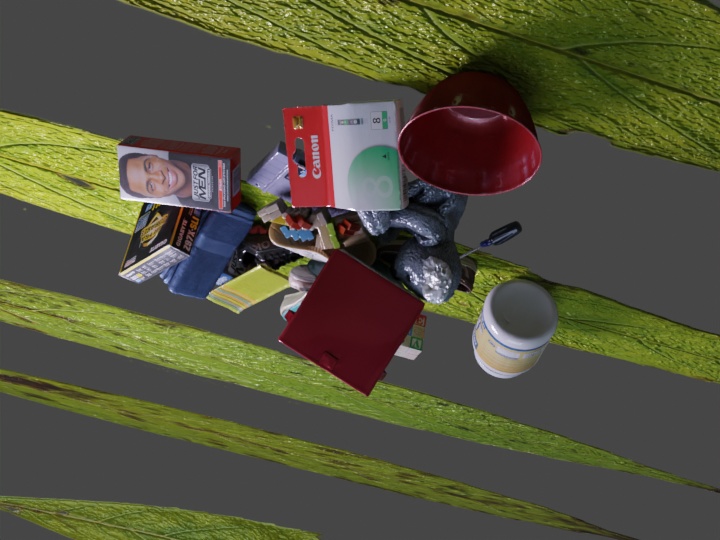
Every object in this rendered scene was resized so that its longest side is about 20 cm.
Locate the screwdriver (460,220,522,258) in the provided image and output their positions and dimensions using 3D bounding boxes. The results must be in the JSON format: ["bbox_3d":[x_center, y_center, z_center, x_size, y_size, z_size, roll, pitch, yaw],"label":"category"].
[{"bbox_3d":[0.203,-0.041,1.561,0.199,0.029,0.028,-24,172,35],"label":"screwdriver"}]

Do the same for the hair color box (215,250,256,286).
[{"bbox_3d":[-0.288,-0.037,1.705,0.199,0.100,0.060,28,147,-28],"label":"hair color box"}]

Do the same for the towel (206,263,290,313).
[{"bbox_3d":[-0.217,0.038,1.693,0.086,0.018,0.200,25,147,-32],"label":"towel"}]

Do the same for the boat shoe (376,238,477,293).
[{"bbox_3d":[0.122,-0.003,1.643,0.199,0.072,0.072,16,151,-8],"label":"boat shoe"}]

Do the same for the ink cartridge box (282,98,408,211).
[{"bbox_3d":[-0.029,-0.172,1.315,0.199,0.162,0.050,0,-167,19],"label":"ink cartridge box"}]

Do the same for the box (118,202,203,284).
[{"bbox_3d":[-0.359,-0.077,1.596,0.049,0.160,0.200,31,147,-30],"label":"box"}]

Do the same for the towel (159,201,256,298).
[{"bbox_3d":[-0.279,-0.045,1.606,0.048,0.200,0.111,38,-170,36],"label":"towel"}]

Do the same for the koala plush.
[{"bbox_3d":[0.108,-0.040,1.411,0.183,0.201,0.177,-16,173,6],"label":"koala plush"}]

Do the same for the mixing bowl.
[{"bbox_3d":[0.159,-0.206,1.220,0.199,0.109,0.200,9,153,5],"label":"mixing bowl"}]

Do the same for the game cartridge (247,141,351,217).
[{"bbox_3d":[-0.082,-0.144,1.505,0.199,0.039,0.130,25,153,-23],"label":"game cartridge"}]

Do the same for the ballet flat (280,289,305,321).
[{"bbox_3d":[-0.091,0.053,1.836,0.199,0.070,0.069,-19,140,35],"label":"ballet flat"}]

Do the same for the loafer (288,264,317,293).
[{"bbox_3d":[-0.078,0.024,1.668,0.072,0.063,0.200,24,-164,20],"label":"loafer"}]

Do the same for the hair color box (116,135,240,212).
[{"bbox_3d":[-0.307,-0.165,1.478,0.199,0.061,0.102,7,116,9],"label":"hair color box"}]

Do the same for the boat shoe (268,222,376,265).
[{"bbox_3d":[-0.070,-0.052,1.586,0.199,0.071,0.069,16,173,-8],"label":"boat shoe"}]

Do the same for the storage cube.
[{"bbox_3d":[-0.013,0.080,1.469,0.200,0.180,0.171,33,-178,1],"label":"storage cube"}]

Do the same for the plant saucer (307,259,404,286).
[{"bbox_3d":[0.000,0.000,1.646,0.200,0.039,0.201,18,-165,-5],"label":"plant saucer"}]

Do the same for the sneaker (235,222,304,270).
[{"bbox_3d":[-0.150,-0.038,1.656,0.199,0.098,0.071,2,149,15],"label":"sneaker"}]

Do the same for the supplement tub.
[{"bbox_3d":[0.301,0.121,1.724,0.144,0.145,0.200,10,151,2],"label":"supplement tub"}]

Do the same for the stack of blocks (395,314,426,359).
[{"bbox_3d":[0.035,0.133,1.878,0.199,0.116,0.059,16,152,-10],"label":"stack of blocks"}]

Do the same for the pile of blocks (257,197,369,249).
[{"bbox_3d":[-0.084,-0.072,1.500,0.199,0.062,0.083,9,109,6],"label":"pile of blocks"}]
